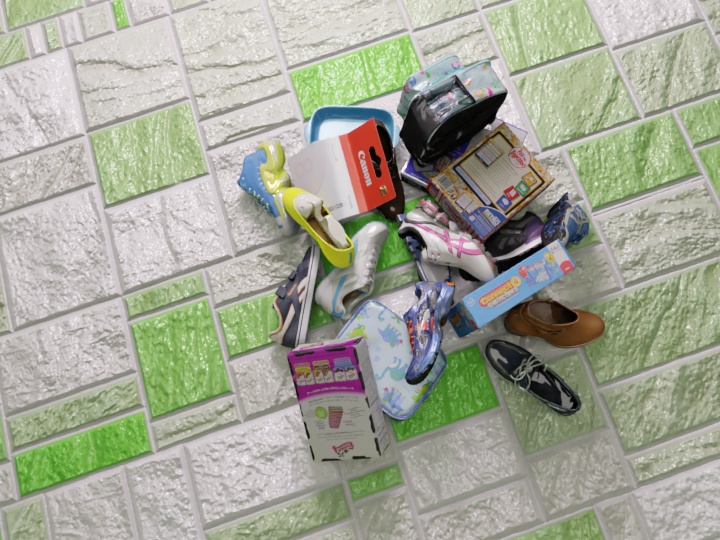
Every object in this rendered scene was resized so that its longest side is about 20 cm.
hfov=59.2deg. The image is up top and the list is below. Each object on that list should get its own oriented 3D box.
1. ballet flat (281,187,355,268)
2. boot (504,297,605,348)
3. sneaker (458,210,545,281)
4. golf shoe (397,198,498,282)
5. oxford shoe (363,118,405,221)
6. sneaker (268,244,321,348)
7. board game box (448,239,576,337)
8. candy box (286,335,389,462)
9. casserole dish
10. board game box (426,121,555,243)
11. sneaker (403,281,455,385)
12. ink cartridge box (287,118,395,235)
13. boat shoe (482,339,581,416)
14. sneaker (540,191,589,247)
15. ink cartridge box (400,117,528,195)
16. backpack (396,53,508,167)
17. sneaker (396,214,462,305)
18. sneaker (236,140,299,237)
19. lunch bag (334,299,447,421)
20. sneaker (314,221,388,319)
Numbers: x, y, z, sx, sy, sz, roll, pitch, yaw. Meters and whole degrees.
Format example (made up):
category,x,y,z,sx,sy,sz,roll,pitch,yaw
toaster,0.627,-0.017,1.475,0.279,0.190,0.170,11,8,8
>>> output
category,x,y,z,sx,sy,sz,roll,pitch,yaw
ballet flat,-0.074,-0.093,1.169,0.066,0.067,0.201,-31,72,-24
boot,0.364,0.092,1.132,0.196,0.155,0.075,0,76,-2
sneaker,0.268,-0.049,1.224,0.197,0.076,0.089,-22,67,-11
golf shoe,0.157,-0.036,1.145,0.199,0.073,0.092,41,80,20
oxford shoe,0.042,-0.189,1.230,0.071,0.085,0.203,-18,104,-2
sneaker,-0.125,0.044,1.205,0.078,0.079,0.204,11,78,0
board game box,0.259,0.038,1.129,0.198,0.196,0.056,-31,81,-6
candy box,-0.038,0.225,1.107,0.134,0.061,0.204,-9,98,23
casserole dish,-0.016,-0.273,1.301,0.196,0.039,0.124,3,76,4
board game box,0.247,-0.165,1.205,0.199,0.046,0.152,-37,80,-15
sneaker,0.107,0.106,1.109,0.077,0.076,0.203,15,59,9
ink cartridge box,-0.042,-0.177,1.211,0.198,0.057,0.166,-24,78,40
boat shoe,0.313,0.193,1.158,0.199,0.062,0.075,41,83,12
sneaker,0.388,-0.082,1.175,0.077,0.076,0.200,40,37,2
ink cartridge box,0.209,-0.229,1.278,0.196,0.043,0.202,27,79,8
backpack,0.170,-0.308,1.189,0.197,0.178,0.153,-26,81,-9
sneaker,0.154,-0.037,1.213,0.113,0.081,0.202,-21,74,-1
sneaker,-0.186,-0.153,1.271,0.103,0.076,0.204,-16,75,17
lunch bag,0.045,0.167,1.165,0.199,0.083,0.162,36,79,10
sneaker,0.000,0.000,1.205,0.080,0.076,0.202,33,88,31
